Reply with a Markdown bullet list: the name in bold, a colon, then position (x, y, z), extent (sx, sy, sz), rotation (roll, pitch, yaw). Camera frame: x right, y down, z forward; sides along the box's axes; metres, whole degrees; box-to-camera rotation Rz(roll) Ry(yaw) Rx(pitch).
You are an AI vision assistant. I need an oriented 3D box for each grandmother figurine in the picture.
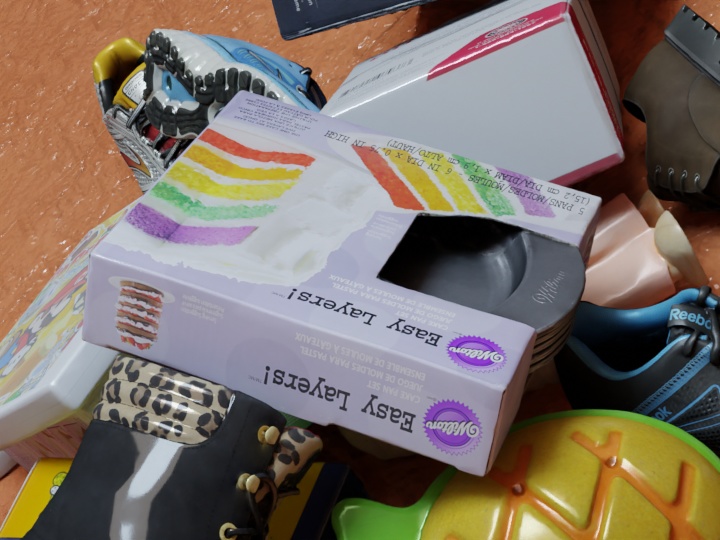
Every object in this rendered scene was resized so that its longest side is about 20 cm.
- **grandmother figurine**: position (0.075, 0.031, 1.074), extent (0.199, 0.061, 0.121), rotation (-31, 9, 3)

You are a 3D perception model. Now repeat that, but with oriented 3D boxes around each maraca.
- **maraca**: position (0.074, 0.134, 0.904), extent (0.198, 0.107, 0.138), rotation (-16, 69, -3)

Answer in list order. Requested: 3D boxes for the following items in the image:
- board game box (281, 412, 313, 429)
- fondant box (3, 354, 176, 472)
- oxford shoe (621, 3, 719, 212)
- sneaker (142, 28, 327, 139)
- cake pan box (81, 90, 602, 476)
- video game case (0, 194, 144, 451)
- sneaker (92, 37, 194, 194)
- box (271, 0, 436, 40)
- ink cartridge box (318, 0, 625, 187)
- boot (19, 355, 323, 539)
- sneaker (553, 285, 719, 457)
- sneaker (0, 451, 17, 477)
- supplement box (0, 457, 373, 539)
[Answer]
- **board game box**: position (-0.007, 0.033, 1.091), extent (0.199, 0.029, 0.135), rotation (-35, 11, -2)
- **fondant box**: position (-0.125, 0.042, 1.158), extent (0.145, 0.058, 0.200), rotation (-52, 13, -20)
- **oxford shoe**: position (0.194, -0.054, 1.077), extent (0.085, 0.072, 0.200), rotation (-48, 33, 12)
- **sneaker**: position (-0.050, -0.097, 1.234), extent (0.089, 0.079, 0.200), rotation (-11, 32, -31)
- **cake pan box**: position (0.000, 0.000, 0.947), extent (0.198, 0.053, 0.184), rotation (18, 34, 12)
- **video game case**: position (-0.146, 0.021, 1.111), extent (0.200, 0.023, 0.183), rotation (-27, 24, 55)
- **sneaker**: position (-0.124, -0.083, 1.335), extent (0.078, 0.082, 0.200), rotation (-38, 38, -5)
- **box**: position (0.066, -0.226, 1.239), extent (0.197, 0.124, 0.200), rotation (-11, 8, 28)
- **ink cartridge box**: position (0.062, -0.086, 1.125), extent (0.144, 0.084, 0.200), rotation (-24, 10, 12)
- **boot**: position (-0.054, 0.134, 0.867), extent (0.198, 0.073, 0.152), rotation (21, 73, 14)
- **sneaker**: position (0.177, 0.050, 0.954), extent (0.198, 0.082, 0.074), rotation (-6, 43, 32)
- **sneaker**: position (-0.265, 0.082, 1.242), extent (0.200, 0.116, 0.074), rotation (-43, 36, -12)
- **supplement box**: position (-0.078, 0.165, 1.007), extent (0.199, 0.109, 0.110), rotation (-3, 48, 35)
